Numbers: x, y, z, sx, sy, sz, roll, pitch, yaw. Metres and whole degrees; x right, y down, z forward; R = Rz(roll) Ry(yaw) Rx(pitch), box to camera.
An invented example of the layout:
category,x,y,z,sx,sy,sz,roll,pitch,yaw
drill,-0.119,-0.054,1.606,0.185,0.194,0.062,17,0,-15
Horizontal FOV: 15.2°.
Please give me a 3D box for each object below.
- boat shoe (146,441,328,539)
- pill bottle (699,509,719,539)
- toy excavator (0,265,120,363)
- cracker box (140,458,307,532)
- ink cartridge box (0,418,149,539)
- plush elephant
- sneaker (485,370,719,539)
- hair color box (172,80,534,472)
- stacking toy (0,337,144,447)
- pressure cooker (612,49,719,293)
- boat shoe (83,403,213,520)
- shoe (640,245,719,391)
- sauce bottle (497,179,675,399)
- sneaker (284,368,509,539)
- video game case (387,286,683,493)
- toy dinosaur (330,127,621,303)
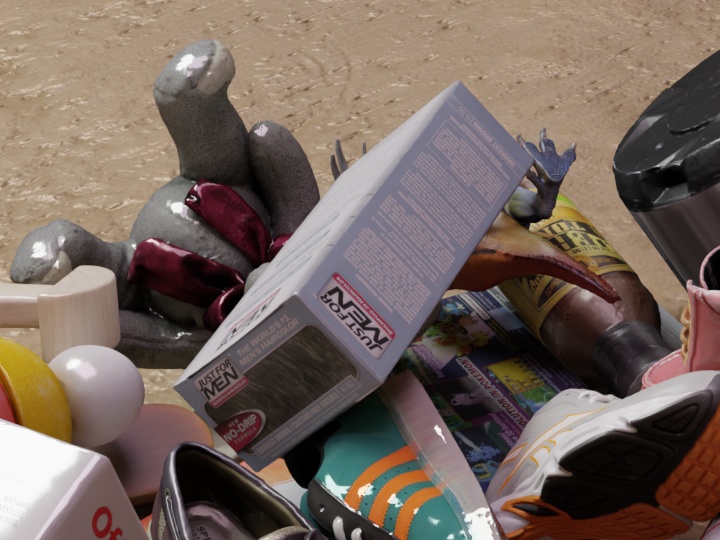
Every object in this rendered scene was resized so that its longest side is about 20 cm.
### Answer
category,x,y,z,sx,sy,sz,roll,pitch,yaw
boat shoe,-0.036,0.140,1.165,0.072,0.065,0.200,-19,34,-24
pill bottle,0.223,0.117,1.239,0.112,0.113,0.200,9,31,23
toy excavator,-0.245,0.025,1.325,0.194,0.101,0.200,9,20,38
cracker box,-0.025,0.165,1.244,0.134,0.058,0.199,-28,37,-36
ink cartridge box,-0.161,0.179,1.086,0.084,0.145,0.200,14,54,30
plush elephant,-0.056,0.015,1.412,0.165,0.200,0.155,-47,49,-12
sneaker,0.111,0.080,1.239,0.075,0.200,0.092,30,50,-18
hair color box,0.000,0.000,1.297,0.099,0.061,0.200,-38,10,40
stacking toy,-0.184,0.078,1.250,0.199,0.147,0.146,-12,27,-40
pressure cooker,0.249,-0.023,1.415,0.178,0.200,0.176,-25,17,43
boat shoe,-0.172,0.112,1.339,0.199,0.070,0.071,-1,59,-15
shoe,0.174,0.029,1.221,0.071,0.091,0.200,-37,13,-22
sauce bottle,0.121,0.018,1.440,0.064,0.065,0.200,-13,30,-16
sneaker,0.021,0.121,1.193,0.080,0.072,0.200,-28,29,-2
video game case,0.098,0.063,1.452,0.181,0.023,0.200,-15,31,-19
toy dinosaur,0.032,-0.012,1.452,0.104,0.182,0.201,7,47,-27
